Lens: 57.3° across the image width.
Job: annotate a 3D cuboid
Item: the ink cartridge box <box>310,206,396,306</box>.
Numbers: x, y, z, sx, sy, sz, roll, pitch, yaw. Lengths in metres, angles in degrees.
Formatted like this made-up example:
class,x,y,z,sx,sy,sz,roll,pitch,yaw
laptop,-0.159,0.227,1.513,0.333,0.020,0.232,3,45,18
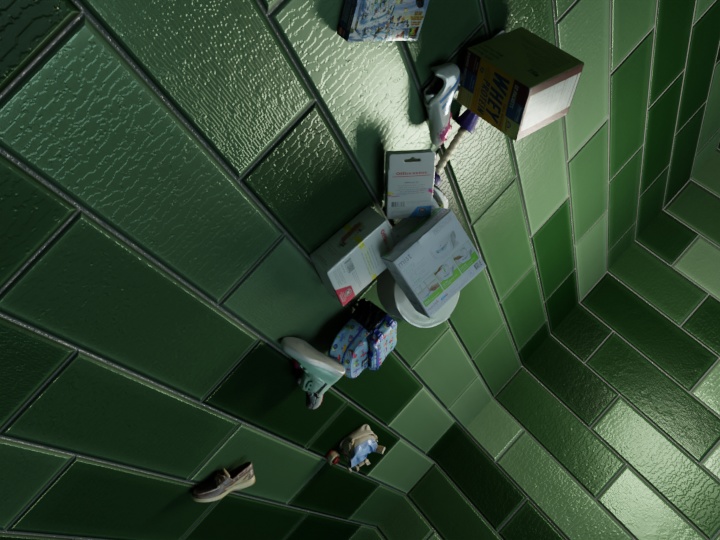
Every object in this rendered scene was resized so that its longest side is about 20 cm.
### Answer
class,x,y,z,sx,sy,sz,roll,pitch,yaw
ink cartridge box,-0.011,-0.036,1.636,0.199,0.083,0.147,-40,141,-13

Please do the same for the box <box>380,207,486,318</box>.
class,x,y,z,sx,sy,sz,roll,pitch,yaw
box,0.181,-0.021,1.630,0.199,0.096,0.178,-41,107,-10

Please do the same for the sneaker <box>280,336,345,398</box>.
class,x,y,z,sx,sy,sz,roll,pitch,yaw
sneaker,-0.149,0.264,1.754,0.198,0.074,0.119,32,110,-22

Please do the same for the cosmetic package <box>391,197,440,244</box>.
class,x,y,z,sx,sy,sz,roll,pitch,yaw
cosmetic package,0.179,-0.061,1.703,0.150,0.052,0.202,-40,108,-9

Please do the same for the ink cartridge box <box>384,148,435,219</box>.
class,x,y,z,sx,sy,sz,roll,pitch,yaw
ink cartridge box,0.116,-0.221,1.572,0.111,0.069,0.203,-3,139,-3

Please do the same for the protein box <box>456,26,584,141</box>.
class,x,y,z,sx,sy,sz,roll,pitch,yaw
protein box,0.367,-0.436,1.529,0.197,0.198,0.137,-28,145,-29

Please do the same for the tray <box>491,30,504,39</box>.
class,x,y,z,sx,sy,sz,roll,pitch,yaw
tray,0.312,-0.484,1.623,0.107,0.022,0.202,-40,148,-14

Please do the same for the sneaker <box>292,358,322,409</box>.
class,x,y,z,sx,sy,sz,roll,pitch,yaw
sneaker,-0.152,0.310,1.867,0.073,0.081,0.205,-14,125,-19

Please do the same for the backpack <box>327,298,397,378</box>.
class,x,y,z,sx,sy,sz,roll,pitch,yaw
backpack,-0.001,0.212,1.855,0.200,0.133,0.185,-45,153,-33

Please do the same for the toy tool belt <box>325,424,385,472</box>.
class,x,y,z,sx,sy,sz,roll,pitch,yaw
toy tool belt,-0.015,0.661,2.383,0.197,0.123,0.127,-31,146,-26

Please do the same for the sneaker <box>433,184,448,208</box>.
class,x,y,z,sx,sy,sz,roll,pitch,yaw
sneaker,0.190,-0.164,1.772,0.084,0.075,0.201,-38,146,-5

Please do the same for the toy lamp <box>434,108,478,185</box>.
class,x,y,z,sx,sy,sz,roll,pitch,yaw
toy lamp,0.233,-0.317,1.677,0.058,0.058,0.203,9,118,-55

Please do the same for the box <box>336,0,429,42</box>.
class,x,y,z,sx,sy,sz,roll,pitch,yaw
box,0.052,-0.509,1.245,0.197,0.040,0.140,-18,139,-41

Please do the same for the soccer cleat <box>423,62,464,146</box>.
class,x,y,z,sx,sy,sz,roll,pitch,yaw
soccer cleat,0.175,-0.384,1.529,0.084,0.070,0.204,-10,132,-24

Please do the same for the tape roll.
class,x,y,z,sx,sy,sz,roll,pitch,yaw
tape roll,0.156,0.043,1.806,0.196,0.139,0.210,-3,98,-20

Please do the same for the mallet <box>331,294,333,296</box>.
class,x,y,z,sx,sy,sz,roll,pitch,yaw
mallet,0.000,0.000,1.754,0.201,0.041,0.066,-51,148,-3

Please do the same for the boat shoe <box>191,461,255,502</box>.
class,x,y,z,sx,sy,sz,roll,pitch,yaw
boat shoe,-0.396,0.604,1.901,0.195,0.071,0.074,-10,103,-33
